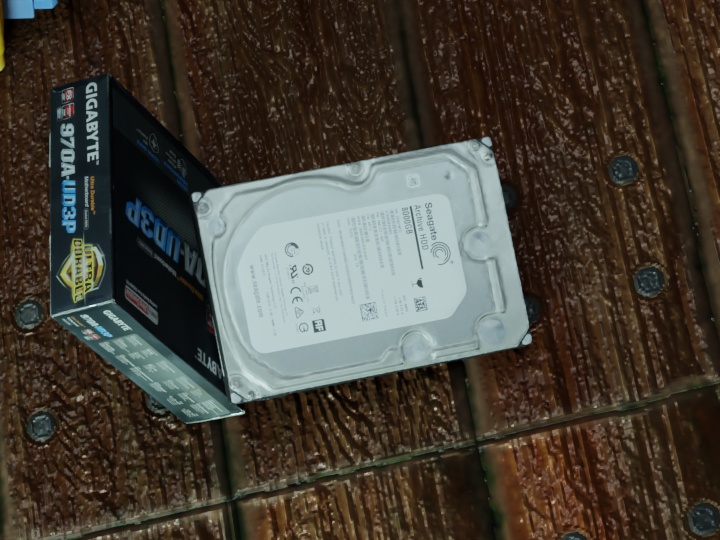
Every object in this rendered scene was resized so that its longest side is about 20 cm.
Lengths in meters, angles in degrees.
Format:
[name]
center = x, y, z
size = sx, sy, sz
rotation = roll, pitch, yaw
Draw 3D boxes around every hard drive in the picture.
[hard drive]
center = 0.000, 0.000, 1.651
size = 0.199, 0.038, 0.140
rotation = -10, 87, -8

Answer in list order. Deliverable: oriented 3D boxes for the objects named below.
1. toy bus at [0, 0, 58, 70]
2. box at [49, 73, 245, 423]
[toy bus]
center = -0.296, -0.239, 1.833
size = 0.191, 0.136, 0.201
rotation = -5, 61, -4
[box]
center = -0.135, -0.011, 1.643
size = 0.046, 0.200, 0.160
rotation = -12, 63, 18
